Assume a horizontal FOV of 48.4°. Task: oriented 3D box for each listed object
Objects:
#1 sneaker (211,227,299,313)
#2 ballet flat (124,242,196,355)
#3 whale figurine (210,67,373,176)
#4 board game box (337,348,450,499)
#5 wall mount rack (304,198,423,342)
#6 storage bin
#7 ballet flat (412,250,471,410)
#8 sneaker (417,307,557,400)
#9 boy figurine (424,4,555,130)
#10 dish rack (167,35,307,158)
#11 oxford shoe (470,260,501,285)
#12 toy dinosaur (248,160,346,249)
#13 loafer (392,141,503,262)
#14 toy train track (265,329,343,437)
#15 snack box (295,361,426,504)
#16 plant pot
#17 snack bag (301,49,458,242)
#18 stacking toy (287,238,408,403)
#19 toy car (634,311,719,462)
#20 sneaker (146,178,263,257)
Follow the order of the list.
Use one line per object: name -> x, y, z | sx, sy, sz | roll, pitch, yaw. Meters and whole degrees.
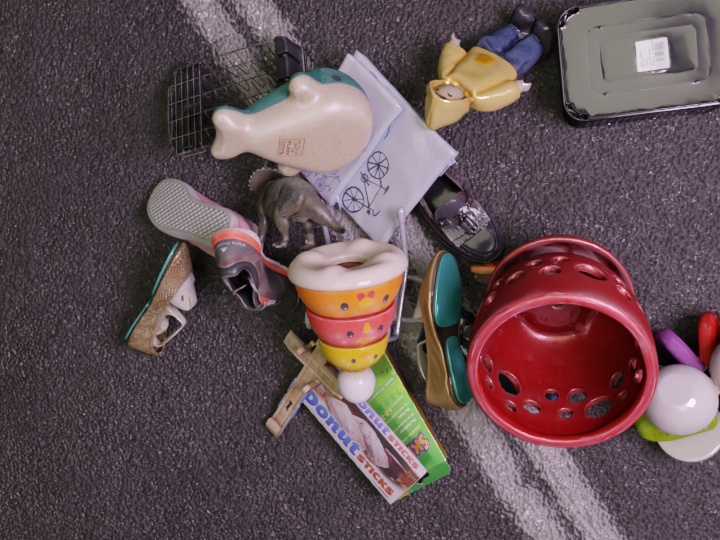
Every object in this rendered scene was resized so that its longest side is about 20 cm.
sneaker -> -0.141, 0.024, 1.050 | 0.077, 0.200, 0.082 | -12, 59, 17
ballet flat -> -0.268, 0.046, 1.132 | 0.065, 0.071, 0.200 | 32, 124, -4
whale figurine -> -0.086, -0.186, 0.977 | 0.199, 0.159, 0.104 | -8, 56, -16
board game box -> 0.038, 0.208, 1.107 | 0.095, 0.030, 0.200 | -31, 84, 15
wall mount rack -> 0.000, 0.000, 1.067 | 0.199, 0.075, 0.175 | 8, 91, 21
storage bin -> 0.344, -0.255, 0.975 | 0.199, 0.094, 0.136 | -5, 92, 14
ballet flat -> 0.094, 0.077, 1.013 | 0.063, 0.069, 0.201 | -9, 84, 39
sneaker -> 0.166, 0.125, 1.056 | 0.200, 0.073, 0.082 | 38, 104, 18
boy figurine -> 0.145, -0.248, 0.991 | 0.200, 0.065, 0.124 | -38, 69, -19
dish rack -> -0.170, -0.230, 1.092 | 0.199, 0.055, 0.154 | -11, 70, 19
oxford shoe -> 0.236, 0.033, 1.031 | 0.199, 0.071, 0.073 | 13, 102, 11
toy dinosaur -> -0.094, -0.083, 1.040 | 0.200, 0.077, 0.103 | 21, 113, 54
loafer -> 0.105, -0.091, 1.038 | 0.072, 0.063, 0.200 | -41, 74, 6
toy train track -> -0.087, 0.161, 1.090 | 0.115, 0.032, 0.200 | 42, 125, 16
snack box -> -0.001, 0.218, 1.088 | 0.200, 0.024, 0.072 | 47, 124, 12
plant pot -> 0.224, 0.071, 0.919 | 0.200, 0.183, 0.201 | 4, 118, 8
snack bag -> 0.008, -0.150, 1.047 | 0.200, 0.021, 0.189 | 48, 126, 13
stacking toy -> -0.006, 0.072, 0.989 | 0.145, 0.146, 0.201 | -2, 110, 13
toy car -> 0.414, 0.127, 0.966 | 0.200, 0.175, 0.150 | -28, 53, 13
sneaker -> -0.214, -0.061, 1.126 | 0.200, 0.105, 0.076 | 26, 83, 40
